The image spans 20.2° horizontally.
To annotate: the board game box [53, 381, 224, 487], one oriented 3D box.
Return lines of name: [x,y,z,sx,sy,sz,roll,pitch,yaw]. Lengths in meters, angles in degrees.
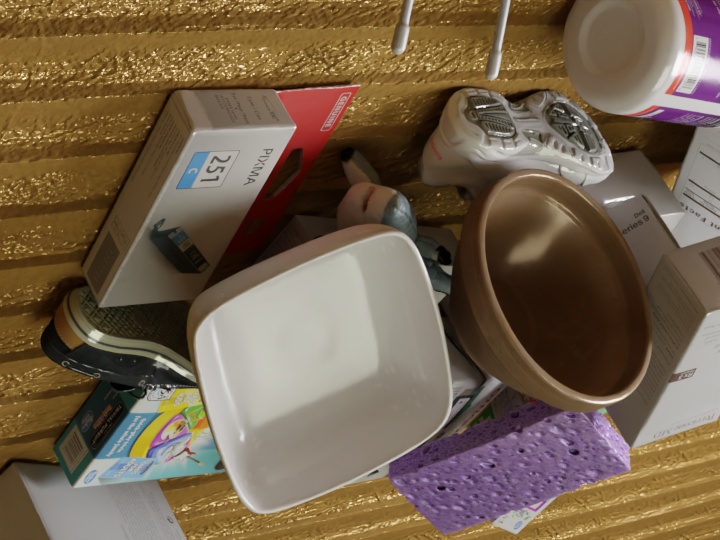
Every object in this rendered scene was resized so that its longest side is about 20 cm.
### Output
board game box: [-0.150,0.122,1.782,0.199,0.047,0.151,-1,140,-45]

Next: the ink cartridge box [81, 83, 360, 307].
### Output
ink cartridge box: [-0.100,-0.057,1.539,0.175,0.045,0.201,-7,144,-37]

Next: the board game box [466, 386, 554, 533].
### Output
board game box: [0.162,0.136,1.960,0.034,0.201,0.135,25,122,-31]

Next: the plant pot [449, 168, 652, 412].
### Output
plant pot: [0.138,0.028,1.634,0.200,0.203,0.092,-1,159,-45]

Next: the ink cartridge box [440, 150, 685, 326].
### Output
ink cartridge box: [0.185,-0.012,1.861,0.145,0.083,0.201,-9,145,-36]

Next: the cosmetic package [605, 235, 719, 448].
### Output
cosmetic package: [0.283,0.060,1.722,0.101,0.074,0.201,-16,146,-25]

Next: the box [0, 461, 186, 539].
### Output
box: [-0.274,0.265,1.827,0.152,0.107,0.199,-41,151,20]

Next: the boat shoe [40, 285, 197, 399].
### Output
boat shoe: [-0.178,0.063,1.631,0.062,0.075,0.199,-38,148,24]

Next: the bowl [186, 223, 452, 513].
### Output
bowl: [-0.037,0.067,1.551,0.198,0.075,0.202,-24,120,-15]

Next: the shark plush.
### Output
shark plush: [0.034,-0.012,1.630,0.091,0.083,0.200,-65,146,-26]

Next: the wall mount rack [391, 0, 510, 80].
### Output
wall mount rack: [0.098,-0.228,1.423,0.199,0.075,0.174,8,133,-50]

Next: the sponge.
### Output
sponge: [0.135,0.176,1.834,0.199,0.030,0.112,-23,135,23]

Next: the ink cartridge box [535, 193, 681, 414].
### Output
ink cartridge box: [0.222,0.038,1.795,0.145,0.088,0.200,-31,150,0]

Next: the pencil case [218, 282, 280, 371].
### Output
pencil case: [-0.035,0.060,1.642,0.198,0.088,0.083,7,178,-29]

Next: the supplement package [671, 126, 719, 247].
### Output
supplement package: [0.365,-0.094,1.829,0.121,0.119,0.201,-49,164,-30]

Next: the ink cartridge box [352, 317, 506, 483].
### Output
ink cartridge box: [0.039,0.119,1.883,0.146,0.085,0.200,-46,161,19]

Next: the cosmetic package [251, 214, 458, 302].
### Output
cosmetic package: [0.000,0.000,1.727,0.199,0.051,0.083,4,139,-48]

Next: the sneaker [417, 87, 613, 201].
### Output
sneaker: [0.125,-0.096,1.686,0.199,0.078,0.099,8,141,-38]

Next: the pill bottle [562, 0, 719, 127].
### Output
pill bottle: [0.261,-0.176,1.635,0.199,0.113,0.113,3,138,-48]
